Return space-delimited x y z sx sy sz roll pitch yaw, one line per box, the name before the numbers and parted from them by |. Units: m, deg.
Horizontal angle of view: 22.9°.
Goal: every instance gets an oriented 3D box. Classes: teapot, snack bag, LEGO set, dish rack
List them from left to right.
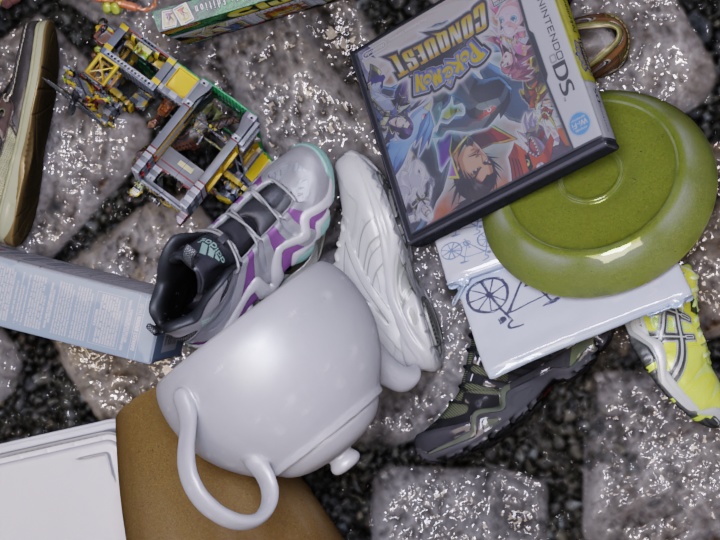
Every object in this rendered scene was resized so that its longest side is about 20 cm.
dish rack | -0.275 0.231 1.577 0.198 0.044 0.173 -13 87 8
LEGO set | -0.175 -0.108 1.504 0.200 0.154 0.116 38 79 0
teapot | -0.056 0.100 1.398 0.199 0.197 0.147 -36 89 -2
snack bag | 0.157 -0.020 1.469 0.187 0.021 0.201 -22 55 9

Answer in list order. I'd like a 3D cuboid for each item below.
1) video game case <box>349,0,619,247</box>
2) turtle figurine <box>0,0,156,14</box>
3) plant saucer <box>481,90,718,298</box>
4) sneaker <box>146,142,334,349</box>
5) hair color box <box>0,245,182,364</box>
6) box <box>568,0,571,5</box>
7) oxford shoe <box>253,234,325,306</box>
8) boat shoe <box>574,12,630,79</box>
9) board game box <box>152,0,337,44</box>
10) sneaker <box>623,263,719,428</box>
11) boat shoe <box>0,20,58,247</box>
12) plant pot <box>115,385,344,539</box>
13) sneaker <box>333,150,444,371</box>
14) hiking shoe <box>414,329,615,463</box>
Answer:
video game case | 0.097 -0.141 1.463 0.199 0.025 0.182 -26 72 29
turtle figurine | -0.260 -0.306 1.561 0.160 0.064 0.201 -18 96 16
plant saucer | 0.191 -0.072 1.456 0.198 0.031 0.201 -10 56 16
sneaker | -0.103 -0.021 1.445 0.078 0.140 0.201 34 98 21
hair color box | -0.256 0.027 1.544 0.198 0.099 0.061 14 93 9
box | 0.106 -0.329 1.510 0.198 0.048 0.160 17 92 8
oxford shoe | -0.075 0.033 1.537 0.075 0.058 0.202 13 94 7
boat shoe | 0.130 -0.168 1.497 0.199 0.068 0.072 -26 87 9
board game box | -0.069 -0.233 1.510 0.198 0.105 0.024 -15 87 10
sneaker | 0.256 0.038 1.476 0.076 0.075 0.201 -32 87 9
boat shoe | -0.310 -0.124 1.565 0.064 0.073 0.202 11 92 4
plant pot | -0.127 0.195 1.497 0.185 0.186 0.201 -29 73 8
sneaker | 0.000 0.000 1.517 0.099 0.078 0.202 -17 87 12
hiking shoe | 0.115 0.080 1.507 0.200 0.076 0.101 -38 76 -2
